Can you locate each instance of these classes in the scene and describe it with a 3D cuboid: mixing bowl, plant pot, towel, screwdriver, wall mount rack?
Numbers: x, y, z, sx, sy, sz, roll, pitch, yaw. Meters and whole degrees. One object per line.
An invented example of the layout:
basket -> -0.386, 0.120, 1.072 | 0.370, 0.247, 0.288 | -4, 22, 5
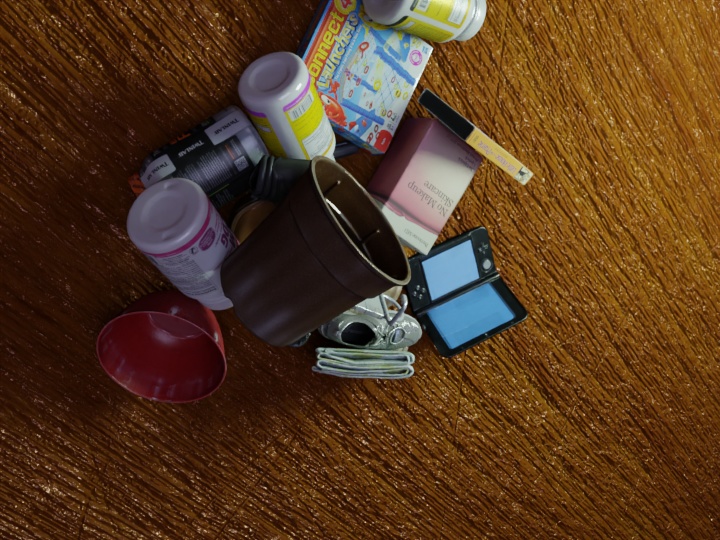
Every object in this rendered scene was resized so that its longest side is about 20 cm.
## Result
mixing bowl -> -0.302, 0.106, 0.952 | 0.197, 0.109, 0.202 | 1, 128, 1
plant pot -> -0.069, -0.012, 0.797 | 0.197, 0.201, 0.200 | -35, 118, 19
towel -> 0.007, 0.162, 1.042 | 0.168, 0.200, 0.049 | 4, 83, 2
screwdriver -> -0.096, -0.193, 1.009 | 0.197, 0.028, 0.029 | -13, 80, -18
wall mount rack -> 0.000, 0.000, 0.968 | 0.198, 0.175, 0.075 | 22, 121, -26

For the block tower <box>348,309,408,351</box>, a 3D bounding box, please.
block tower -> 0.003, 0.101, 1.121 | 0.198, 0.058, 0.055 | 21, 97, -27

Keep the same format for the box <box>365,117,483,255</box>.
box -> 0.100, -0.151, 1.051 | 0.127, 0.109, 0.202 | 30, 90, -26

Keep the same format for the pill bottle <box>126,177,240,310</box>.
pill bottle -> -0.234, -0.029, 0.852 | 0.113, 0.114, 0.201 | -36, 150, -8

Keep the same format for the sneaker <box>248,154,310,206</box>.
sneaker -> -0.121, -0.116, 0.911 | 0.098, 0.200, 0.072 | 11, 67, -6

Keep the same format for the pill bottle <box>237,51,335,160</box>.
pill bottle -> -0.099, -0.216, 0.894 | 0.104, 0.104, 0.201 | -37, 146, -8

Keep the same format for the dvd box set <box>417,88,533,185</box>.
dvd box set -> 0.199, -0.227, 1.020 | 0.199, 0.147, 0.030 | 20, 116, -46

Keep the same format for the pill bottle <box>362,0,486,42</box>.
pill bottle -> 0.106, -0.427, 0.935 | 0.198, 0.112, 0.114 | -3, 108, -43

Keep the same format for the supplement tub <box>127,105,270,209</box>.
supplement tub -> -0.243, -0.152, 0.910 | 0.199, 0.122, 0.123 | -34, 115, -10

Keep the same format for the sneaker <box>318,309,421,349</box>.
sneaker -> 0.025, 0.116, 1.057 | 0.197, 0.082, 0.076 | 4, 104, -23

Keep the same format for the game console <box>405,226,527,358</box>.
game console -> 0.201, 0.037, 1.146 | 0.198, 0.116, 0.178 | -24, 113, -14

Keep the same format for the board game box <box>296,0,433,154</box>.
board game box -> -0.006, -0.327, 0.977 | 0.194, 0.056, 0.202 | 25, 88, -26

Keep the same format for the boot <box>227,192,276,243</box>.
boot -> -0.170, -0.042, 1.003 | 0.199, 0.074, 0.155 | -37, 115, 4

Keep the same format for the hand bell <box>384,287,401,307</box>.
hand bell -> -0.032, 0.009, 1.021 | 0.198, 0.104, 0.106 | 8, 103, -41

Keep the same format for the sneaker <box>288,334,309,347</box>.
sneaker -> -0.104, 0.039, 1.056 | 0.066, 0.091, 0.203 | 12, 76, -5
